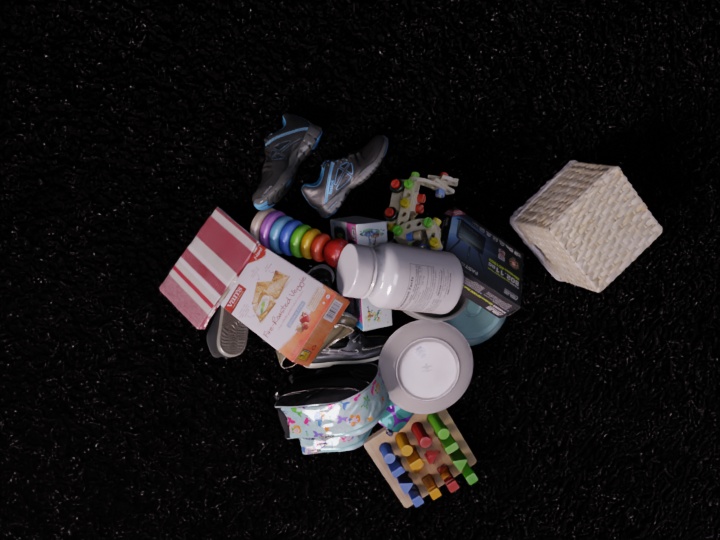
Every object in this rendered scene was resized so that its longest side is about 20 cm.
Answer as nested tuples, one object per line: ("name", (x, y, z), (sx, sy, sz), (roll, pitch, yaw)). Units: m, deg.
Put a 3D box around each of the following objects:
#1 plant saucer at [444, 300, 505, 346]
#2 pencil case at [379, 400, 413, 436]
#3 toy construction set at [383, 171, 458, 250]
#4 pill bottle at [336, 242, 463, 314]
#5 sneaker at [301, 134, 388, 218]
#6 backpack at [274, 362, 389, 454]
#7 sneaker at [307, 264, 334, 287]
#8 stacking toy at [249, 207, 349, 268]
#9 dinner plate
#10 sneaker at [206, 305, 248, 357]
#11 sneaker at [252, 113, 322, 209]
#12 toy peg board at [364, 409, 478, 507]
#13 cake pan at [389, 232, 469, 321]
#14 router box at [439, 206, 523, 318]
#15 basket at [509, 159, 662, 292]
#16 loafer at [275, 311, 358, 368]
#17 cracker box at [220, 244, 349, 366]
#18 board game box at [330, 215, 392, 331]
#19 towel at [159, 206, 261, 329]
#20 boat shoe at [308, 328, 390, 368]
("plant saucer", (0.239, 0.076, 1.143), (0.200, 0.036, 0.200), (-2, 102, -10))
("pencil case", (0.100, 0.250, 1.125), (0.092, 0.085, 0.200), (34, 93, -42))
("toy construction set", (0.120, -0.123, 1.030), (0.092, 0.131, 0.200), (58, 45, -48))
("pill bottle", (0.066, 0.011, 0.909), (0.200, 0.114, 0.114), (8, 100, -24))
("sneaker", (-0.028, -0.197, 1.021), (0.082, 0.073, 0.200), (43, 90, -14))
("backpack", (-0.044, 0.263, 1.030), (0.200, 0.178, 0.151), (-18, 99, 20))
("sneaker", (-0.127, 0.071, 1.046), (0.066, 0.091, 0.200), (44, 91, -14))
("stacking toy", (-0.106, -0.055, 0.979), (0.200, 0.085, 0.085), (18, 99, 24))
("dinner plate", (0.136, 0.199, 1.070), (0.200, 0.024, 0.200), (-1, 95, -6))
("sneaker", (-0.258, 0.073, 1.037), (0.075, 0.106, 0.200), (22, 67, -28))
("sneaker", (-0.153, -0.203, 0.982), (0.082, 0.073, 0.200), (31, 71, -5))
("toy peg board", (0.144, 0.421, 1.161), (0.199, 0.098, 0.200), (-32, 104, -3))
("cake pan", (0.127, 0.015, 1.056), (0.200, 0.037, 0.200), (12, 58, -20))
("router box", (0.236, -0.016, 1.065), (0.200, 0.062, 0.150), (31, 50, -15))
("basket", (0.462, -0.092, 1.088), (0.200, 0.161, 0.198), (-43, 106, 2))
("loafer", (-0.085, 0.137, 1.005), (0.200, 0.070, 0.075), (-29, 139, 32))
("cracker box", (-0.135, 0.057, 0.918), (0.134, 0.200, 0.058), (-58, 148, -4))
("board game box", (0.000, 0.000, 1.023), (0.064, 0.148, 0.200), (-10, 102, -20))
("towel", (-0.287, -0.006, 0.996), (0.144, 0.023, 0.200), (37, 93, 28))
("boat shoe", (-0.026, 0.151, 1.089), (0.199, 0.075, 0.066), (-7, 108, 1))
